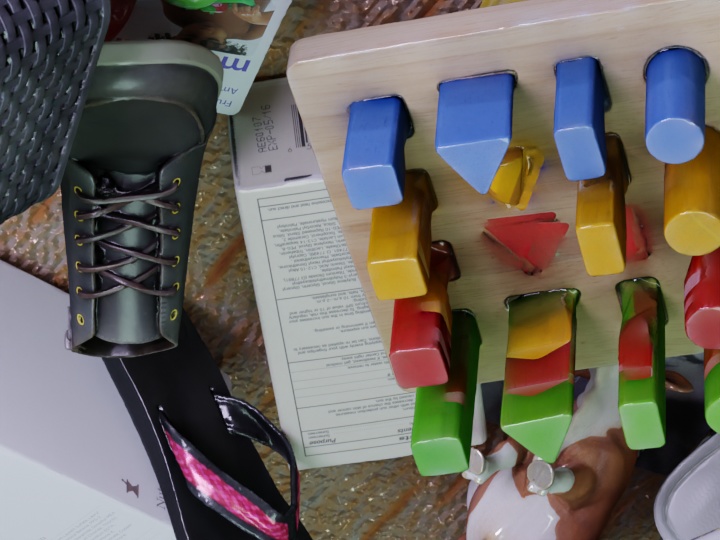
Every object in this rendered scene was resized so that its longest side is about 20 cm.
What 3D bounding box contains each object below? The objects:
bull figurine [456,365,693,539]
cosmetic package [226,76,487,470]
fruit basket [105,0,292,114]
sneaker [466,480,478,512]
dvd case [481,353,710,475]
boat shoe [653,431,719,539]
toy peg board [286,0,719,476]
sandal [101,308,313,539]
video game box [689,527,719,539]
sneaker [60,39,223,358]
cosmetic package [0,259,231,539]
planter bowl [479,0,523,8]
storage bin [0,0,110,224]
[{"bbox_3d":[0.086,0.113,1.499,0.121,0.065,0.201,-9,130,-55],"label":"bull figurine"},{"bbox_3d":[0.000,0.000,1.435,0.103,0.073,0.201,-8,137,0],"label":"cosmetic package"},{"bbox_3d":[-0.110,-0.134,1.266,0.184,0.094,0.200,9,138,-17],"label":"fruit basket"},{"bbox_3d":[0.079,0.177,1.645,0.088,0.076,0.200,-3,138,24],"label":"sneaker"},{"bbox_3d":[0.148,0.023,1.523,0.148,0.016,0.200,18,131,-24],"label":"dvd case"},{"bbox_3d":[0.236,0.077,1.560,0.199,0.076,0.060,-31,177,8],"label":"boat shoe"},{"bbox_3d":[0.086,-0.008,1.295,0.199,0.098,0.200,-9,131,13],"label":"toy peg board"},{"bbox_3d":[-0.064,0.091,1.449,0.045,0.201,0.075,-31,175,39],"label":"sandal"},{"bbox_3d":[0.139,0.187,1.523,0.181,0.047,0.200,-25,164,-5],"label":"video game box"},{"bbox_3d":[-0.096,-0.029,1.310,0.074,0.107,0.200,0,165,-3],"label":"sneaker"},{"bbox_3d":[-0.161,0.073,1.461,0.199,0.113,0.081,28,133,-35],"label":"cosmetic package"},{"bbox_3d":[0.149,-0.072,1.358,0.199,0.084,0.201,-1,131,-2],"label":"planter bowl"},{"bbox_3d":[-0.207,-0.109,1.193,0.094,0.200,0.136,-31,155,-41],"label":"storage bin"}]
